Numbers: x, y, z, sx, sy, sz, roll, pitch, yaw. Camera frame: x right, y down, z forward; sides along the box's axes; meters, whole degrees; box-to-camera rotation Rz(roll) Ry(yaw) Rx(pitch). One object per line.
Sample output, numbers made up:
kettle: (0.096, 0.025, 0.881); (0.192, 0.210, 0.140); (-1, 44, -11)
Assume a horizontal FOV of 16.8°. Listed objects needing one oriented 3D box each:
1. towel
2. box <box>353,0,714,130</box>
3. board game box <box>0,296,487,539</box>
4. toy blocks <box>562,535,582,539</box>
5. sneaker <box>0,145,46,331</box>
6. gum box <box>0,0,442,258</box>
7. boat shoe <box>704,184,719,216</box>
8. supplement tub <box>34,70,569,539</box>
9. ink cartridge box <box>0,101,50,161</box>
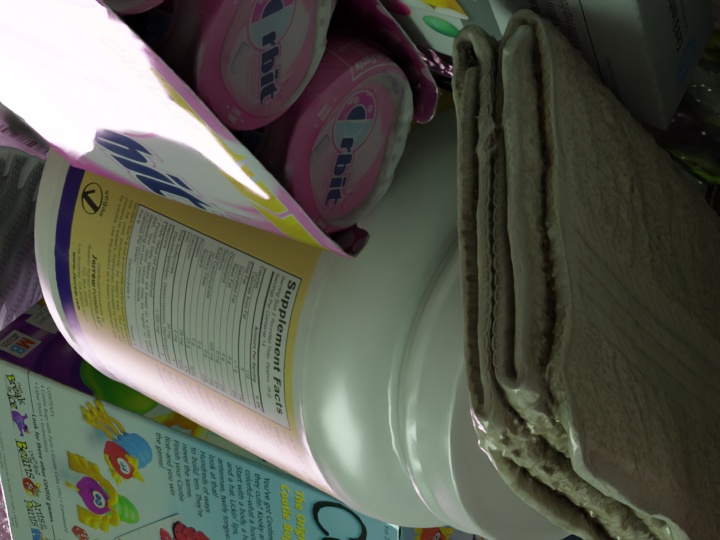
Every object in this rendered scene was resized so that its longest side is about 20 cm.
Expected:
towel: (0.084, 0.024, 0.696); (0.034, 0.133, 0.200); (-15, 148, 26)
box: (-0.006, -0.116, 0.675); (0.199, 0.041, 0.156); (23, 166, 19)
board game box: (-0.036, 0.075, 0.957); (0.199, 0.103, 0.105); (19, 131, 29)
toy blocks: (0.019, 0.113, 1.122); (0.136, 0.101, 0.200); (-4, -168, -33)
sneaker: (-0.168, -0.008, 1.022); (0.082, 0.075, 0.200); (22, 166, 6)
gum box: (-0.067, -0.080, 0.690); (0.113, 0.066, 0.200); (20, 166, 30)
boat shoe: (0.112, 0.041, 0.884); (0.071, 0.076, 0.201); (14, 141, 10)
supplement tub: (0.000, 0.000, 0.833); (0.199, 0.146, 0.145); (23, 168, 40)
ink cartridge box: (-0.116, -0.046, 1.031); (0.119, 0.042, 0.200); (30, 163, -16)
